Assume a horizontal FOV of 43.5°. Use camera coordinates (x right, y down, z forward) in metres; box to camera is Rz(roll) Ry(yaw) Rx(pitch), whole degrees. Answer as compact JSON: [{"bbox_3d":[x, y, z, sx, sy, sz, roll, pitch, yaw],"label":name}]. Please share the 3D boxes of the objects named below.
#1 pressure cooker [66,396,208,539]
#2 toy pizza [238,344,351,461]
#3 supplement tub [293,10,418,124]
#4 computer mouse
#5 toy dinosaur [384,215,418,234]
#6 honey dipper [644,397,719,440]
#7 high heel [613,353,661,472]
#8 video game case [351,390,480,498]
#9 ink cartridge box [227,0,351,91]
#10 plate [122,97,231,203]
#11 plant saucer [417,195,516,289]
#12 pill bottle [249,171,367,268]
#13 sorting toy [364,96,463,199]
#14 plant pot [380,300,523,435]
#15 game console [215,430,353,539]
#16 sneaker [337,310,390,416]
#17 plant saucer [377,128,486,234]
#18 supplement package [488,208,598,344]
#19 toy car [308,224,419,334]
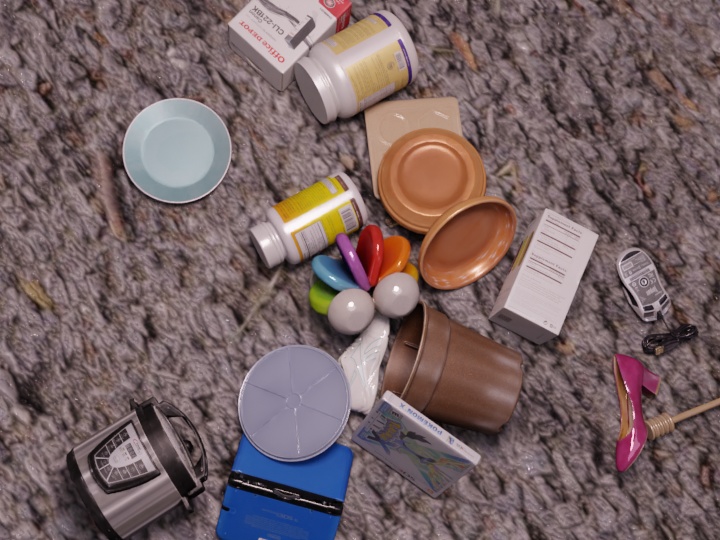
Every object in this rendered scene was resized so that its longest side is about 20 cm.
[{"bbox_3d":[-0.349,0.312,1.452,0.198,0.178,0.178,-30,116,-12],"label":"pressure cooker"},{"bbox_3d":[-0.112,0.227,1.547,0.196,0.032,0.203,-3,68,7],"label":"toy pizza"},{"bbox_3d":[-0.008,-0.371,1.659,0.198,0.146,0.147,-30,81,-12],"label":"supplement tub"},{"bbox_3d":[0.535,0.052,1.672,0.108,0.044,0.202,-25,86,-6],"label":"computer mouse"},{"bbox_3d":[0.147,-0.092,1.652,0.197,0.047,0.090,-17,97,0],"label":"toy dinosaur"},{"bbox_3d":[0.603,0.255,1.636,0.197,0.038,0.038,-19,79,-14],"label":"honey dipper"},{"bbox_3d":[0.464,0.250,1.600,0.095,0.067,0.202,28,72,-5],"label":"high heel"},{"bbox_3d":[0.085,0.291,1.489,0.181,0.201,0.022,35,57,3],"label":"video game case"},{"bbox_3d":[-0.134,-0.463,1.699,0.144,0.084,0.200,41,77,4],"label":"ink cartridge box"},{"bbox_3d":[-0.334,-0.217,1.651,0.196,0.026,0.204,1,76,-5],"label":"plate"},{"bbox_3d":[0.184,-0.053,1.593,0.198,0.202,0.038,-26,50,-11],"label":"plant saucer"},{"bbox_3d":[-0.094,-0.085,1.602,0.198,0.109,0.110,-29,81,-12],"label":"pill bottle"},{"bbox_3d":[0.104,-0.229,1.698,0.182,0.037,0.203,-5,73,-7],"label":"sorting toy"},{"bbox_3d":[0.158,0.179,1.535,0.195,0.200,0.203,20,75,-10],"label":"plant pot"},{"bbox_3d":[-0.127,0.379,1.537,0.197,0.119,0.173,16,106,-1],"label":"game console"},{"bbox_3d":[0.004,0.146,1.579,0.079,0.071,0.203,14,76,0],"label":"sneaker"},{"bbox_3d":[0.129,-0.166,1.622,0.196,0.038,0.204,0,74,1],"label":"plant saucer"},{"bbox_3d":[0.327,0.012,1.621,0.108,0.114,0.202,26,74,0],"label":"supplement package"},{"bbox_3d":[0.000,0.000,1.544,0.197,0.152,0.176,-19,35,-9],"label":"toy car"}]
